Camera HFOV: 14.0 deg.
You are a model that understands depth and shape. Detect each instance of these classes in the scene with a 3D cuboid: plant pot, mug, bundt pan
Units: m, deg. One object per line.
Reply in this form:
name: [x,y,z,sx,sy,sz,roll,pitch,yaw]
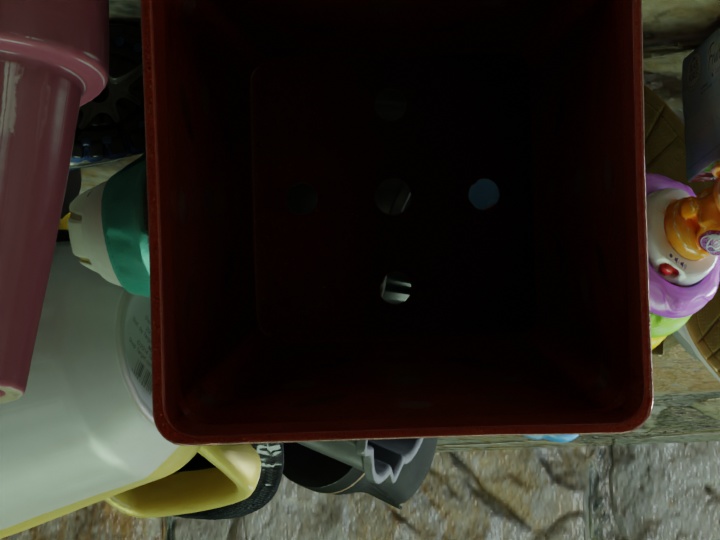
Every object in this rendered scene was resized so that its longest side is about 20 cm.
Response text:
plant pot: [-0.199,-0.037,1.179,0.199,0.179,0.200,-2,172,0]
mug: [-0.136,0.050,1.425,0.153,0.150,0.186,-13,174,35]
bundt pan: [0.000,0.000,1.444,0.076,0.202,0.202,13,174,13]
plant pot: [0.014,-0.033,1.251,0.199,0.200,0.176,-2,180,-1]

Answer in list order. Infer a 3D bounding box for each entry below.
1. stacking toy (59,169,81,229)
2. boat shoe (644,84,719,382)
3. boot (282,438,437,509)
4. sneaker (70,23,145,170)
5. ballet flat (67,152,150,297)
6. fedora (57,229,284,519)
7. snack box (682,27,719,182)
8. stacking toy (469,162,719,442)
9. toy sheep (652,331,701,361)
stacking toy: [-0.205,-0.018,1.583,0.146,0.146,0.200,3,152,-26]
boat shoe: [0.167,-0.013,1.478,0.071,0.200,0.069,-36,-171,-9]
boot: [0.026,0.033,1.620,0.077,0.200,0.138,29,179,24]
sneaker: [-0.179,-0.067,1.340,0.199,0.077,0.085,-1,175,0]
ballet flat: [-0.094,-0.022,1.334,0.070,0.068,0.200,-11,-171,13]
fedora: [-0.102,0.035,1.545,0.200,0.092,0.201,21,140,19]
snack box: [0.261,-0.084,1.319,0.199,0.068,0.169,-1,171,-9]
stacking toy: [0.127,-0.006,1.363,0.116,0.110,0.200,40,141,-20]
toy sheep: [0.215,-0.017,1.562,0.200,0.138,0.138,-34,161,16]
